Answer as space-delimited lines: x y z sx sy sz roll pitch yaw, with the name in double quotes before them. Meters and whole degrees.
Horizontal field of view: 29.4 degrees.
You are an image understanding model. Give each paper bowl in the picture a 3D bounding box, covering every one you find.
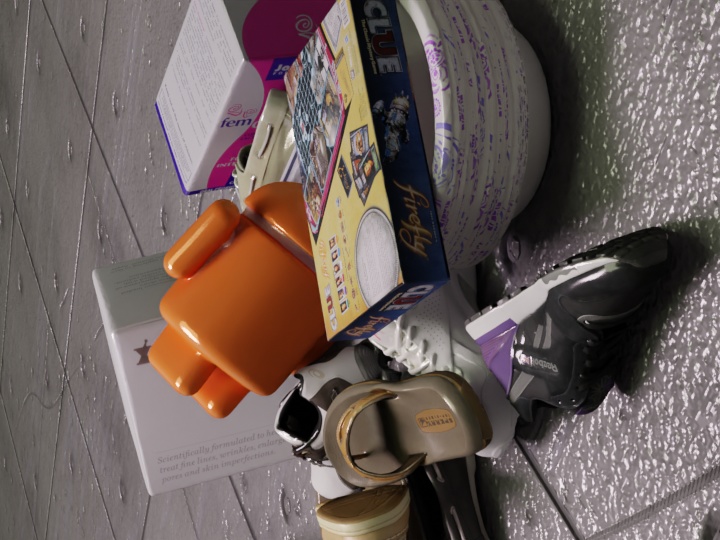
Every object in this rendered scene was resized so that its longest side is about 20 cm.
"paper bowl" 0.056 -0.101 0.948 0.200 0.104 0.202 176 90 -66

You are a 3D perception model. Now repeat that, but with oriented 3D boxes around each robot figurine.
"robot figurine" -0.075 0.014 1.056 0.200 0.144 0.117 -50 2 -4

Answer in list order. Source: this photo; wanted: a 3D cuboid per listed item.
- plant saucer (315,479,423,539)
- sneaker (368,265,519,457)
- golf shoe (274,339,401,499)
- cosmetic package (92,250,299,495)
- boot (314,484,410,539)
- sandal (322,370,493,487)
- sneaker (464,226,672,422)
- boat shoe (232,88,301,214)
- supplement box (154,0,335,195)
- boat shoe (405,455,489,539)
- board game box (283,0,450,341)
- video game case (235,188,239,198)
"plant saucer" 0.009 0.202 1.188 0.200 0.029 0.201 176 90 -65
"sneaker" 0.048 0.052 0.994 0.078 0.099 0.201 112 145 -44
"golf shoe" -0.032 0.125 1.117 0.201 0.094 0.078 106 148 -47
"cosmetic package" -0.150 0.082 1.297 0.200 0.164 0.166 -132 30 -68
"boot" 0.014 0.245 1.033 0.200 0.072 0.156 130 127 -77
"sandal" 0.019 0.119 0.971 0.081 0.054 0.200 58 149 -4
"sneaker" 0.142 0.039 0.843 0.088 0.075 0.200 66 156 8
"boat shoe" -0.072 -0.083 1.130 0.200 0.062 0.072 -57 9 51
"supplement box" -0.093 -0.160 1.144 0.104 0.101 0.200 69 152 23
"boat shoe" 0.064 0.200 1.030 0.067 0.057 0.201 134 128 -59
"board game box" -0.001 -0.068 0.913 0.135 0.034 0.201 140 123 -62
"video game case" -0.061 -0.060 1.274 0.201 0.023 0.182 68 152 12
